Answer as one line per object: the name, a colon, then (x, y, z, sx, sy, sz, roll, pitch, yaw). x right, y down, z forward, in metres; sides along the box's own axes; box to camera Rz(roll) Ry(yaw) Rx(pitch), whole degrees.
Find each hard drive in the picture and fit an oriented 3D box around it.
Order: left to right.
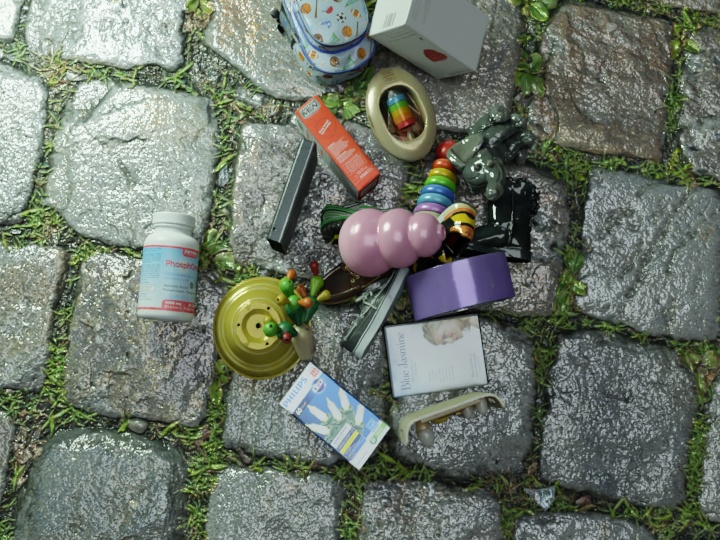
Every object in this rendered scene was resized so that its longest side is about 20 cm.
hard drive: (-0.130, -0.141, 1.488, 0.032, 0.140, 0.204, 18, 83, 1)

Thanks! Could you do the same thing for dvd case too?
dvd case: (0.149, 0.168, 1.523, 0.195, 0.018, 0.146, -8, 84, -3)

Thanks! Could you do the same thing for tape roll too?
tape roll: (0.188, 0.032, 1.449, 0.196, 0.200, 0.087, -13, 85, -4)

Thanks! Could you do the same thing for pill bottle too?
pill bottle: (-0.368, -0.005, 1.479, 0.106, 0.109, 0.205, 3, 84, -2)

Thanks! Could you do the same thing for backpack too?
backpack: (-0.056, -0.479, 1.533, 0.197, 0.154, 0.194, -23, 95, -8)

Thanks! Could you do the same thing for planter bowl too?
planter bowl: (-0.195, 0.109, 1.485, 0.196, 0.083, 0.205, 0, 83, -2)

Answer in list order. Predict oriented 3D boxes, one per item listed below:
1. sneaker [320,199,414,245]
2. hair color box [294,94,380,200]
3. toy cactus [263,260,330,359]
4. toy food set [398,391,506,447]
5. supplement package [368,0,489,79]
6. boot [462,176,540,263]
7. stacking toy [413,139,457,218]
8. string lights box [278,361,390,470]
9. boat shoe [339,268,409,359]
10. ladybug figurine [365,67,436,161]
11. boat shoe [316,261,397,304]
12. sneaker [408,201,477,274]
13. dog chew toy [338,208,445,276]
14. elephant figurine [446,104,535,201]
sneaker: (0.015, -0.110, 1.522, 0.196, 0.079, 0.086, -4, 55, -14)
hair color box: (-0.046, -0.241, 1.523, 0.061, 0.102, 0.201, -39, 87, -5)
toy cactus: (-0.109, 0.088, 1.436, 0.100, 0.201, 0.168, -2, 119, 19)
toy food set: (0.168, 0.282, 1.447, 0.196, 0.144, 0.062, -18, 83, -4)
supplement package: (0.136, -0.479, 1.503, 0.198, 0.120, 0.122, 21, 81, -35)
boot: (0.264, -0.106, 1.534, 0.194, 0.073, 0.166, 6, 80, 0)
stacking toy: (0.158, -0.170, 1.528, 0.084, 0.086, 0.204, 15, 67, 0)
string lights box: (-0.050, 0.279, 1.482, 0.199, 0.059, 0.103, 38, 85, 3)
boat shoe: (0.025, 0.072, 1.499, 0.067, 0.073, 0.202, 31, 102, 10)
ladybug figurine: (0.080, -0.313, 1.550, 0.133, 0.072, 0.204, -19, 85, -4)
boat shoe: (0.000, 0.000, 1.510, 0.197, 0.070, 0.071, -28, 74, -4)
sneaker: (0.147, -0.038, 1.444, 0.069, 0.200, 0.091, 25, 44, -17)
dog chew toy: (0.061, -0.057, 1.405, 0.196, 0.124, 0.127, -7, 83, 25)
elephant figurine: (0.235, -0.211, 1.475, 0.140, 0.156, 0.201, 35, 68, 7)
